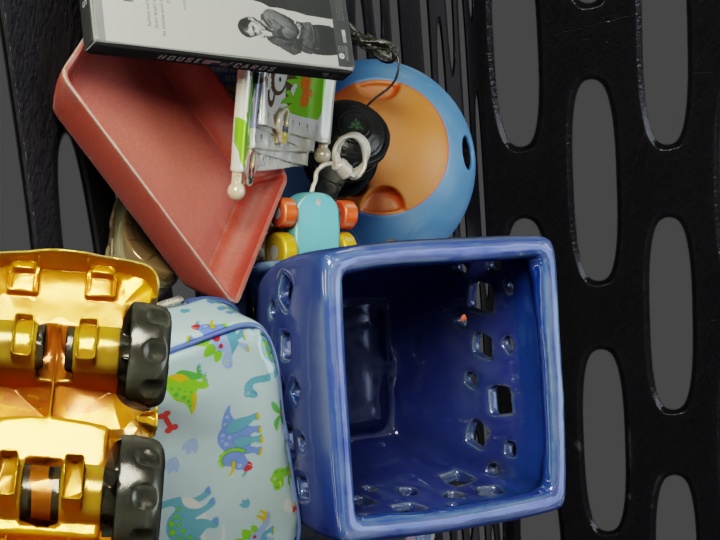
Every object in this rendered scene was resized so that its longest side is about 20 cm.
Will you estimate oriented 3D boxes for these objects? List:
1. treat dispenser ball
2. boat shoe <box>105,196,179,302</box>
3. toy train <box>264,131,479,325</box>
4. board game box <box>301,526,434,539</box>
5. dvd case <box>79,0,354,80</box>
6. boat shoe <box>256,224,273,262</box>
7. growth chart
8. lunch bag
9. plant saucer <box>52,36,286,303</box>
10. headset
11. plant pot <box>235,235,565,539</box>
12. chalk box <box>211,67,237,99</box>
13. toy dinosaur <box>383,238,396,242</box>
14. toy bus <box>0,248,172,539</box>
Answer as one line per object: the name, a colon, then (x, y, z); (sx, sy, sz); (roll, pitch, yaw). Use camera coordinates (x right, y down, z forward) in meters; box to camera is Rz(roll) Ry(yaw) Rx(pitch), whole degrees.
treat dispenser ball: (0.009, -0.099, 2.122); (0.201, 0.199, 0.203); (0, 90, -80)
boat shoe: (-0.153, -0.035, 1.633); (0.065, 0.071, 0.200); (-56, -171, 28)
toy train: (0.000, 0.000, 1.728); (0.150, 0.055, 0.201); (-45, 114, -28)
board game box: (-0.017, 0.214, 1.991); (0.043, 0.198, 0.201); (47, 33, -28)
dvd case: (-0.102, -0.212, 1.544); (0.025, 0.199, 0.152); (-34, -122, 54)
boat shoe: (-0.102, -0.022, 1.885); (0.200, 0.075, 0.072); (84, 3, -80)
growth chart: (-0.054, -0.136, 1.650); (0.200, 0.018, 0.146); (-25, 120, -68)
lunch bag: (-0.129, 0.124, 1.491); (0.082, 0.160, 0.201); (33, -44, 55)
plant saucer: (-0.137, -0.092, 1.574); (0.200, 0.037, 0.200); (54, 23, -19)
headset: (-0.025, -0.110, 1.897); (0.201, 0.093, 0.124); (-63, -178, -12)
plant pot: (0.016, 0.076, 1.597); (0.179, 0.199, 0.202); (3, -83, 58)
chalk box: (-0.097, -0.187, 1.758); (0.201, 0.123, 0.126); (78, 14, -52)
toy dinosaur: (0.016, 0.058, 1.784); (0.048, 0.088, 0.200); (-55, -173, 38)
toy bus: (-0.179, 0.113, 1.314); (0.192, 0.134, 0.201); (99, -6, -64)
